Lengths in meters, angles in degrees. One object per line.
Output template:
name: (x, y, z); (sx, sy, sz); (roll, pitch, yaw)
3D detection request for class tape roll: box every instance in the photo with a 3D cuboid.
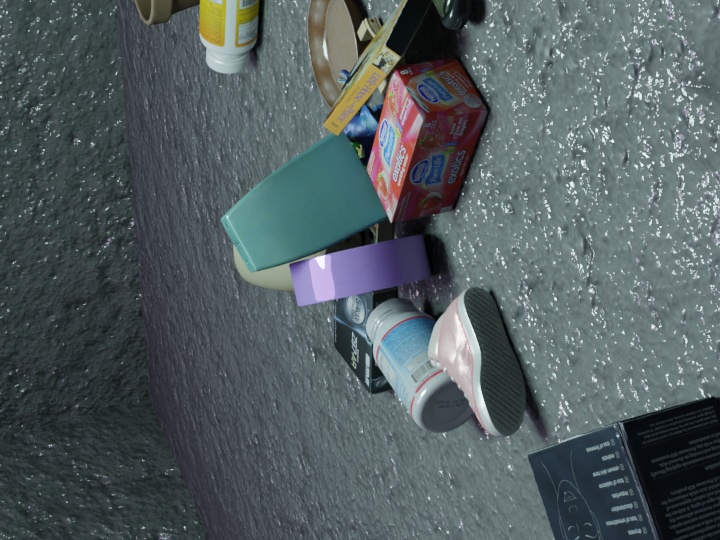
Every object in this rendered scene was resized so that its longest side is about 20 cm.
tape roll: (0.000, 0.000, 1.632); (0.200, 0.199, 0.066); (167, 92, -69)

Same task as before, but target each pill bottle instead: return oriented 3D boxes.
pill bottle: (0.085, 0.129, 1.613); (0.200, 0.108, 0.109); (-125, 31, -46)
pill bottle: (-0.247, -0.477, 2.128); (0.201, 0.111, 0.111); (100, 150, -44)

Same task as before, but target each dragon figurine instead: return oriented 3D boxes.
dragon figurine: (0.020, -0.205, 1.635); (0.200, 0.059, 0.100); (49, 122, 24)

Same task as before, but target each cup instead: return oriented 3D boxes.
cup: (-0.083, -0.046, 1.801); (0.143, 0.200, 0.201); (24, 128, 32)

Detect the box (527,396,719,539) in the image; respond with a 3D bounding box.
box: (0.288, 0.250, 1.136); (0.200, 0.123, 0.198); (136, 121, -65)

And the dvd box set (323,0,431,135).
dvd box set: (0.025, -0.282, 1.490); (0.200, 0.029, 0.147); (-43, 19, 56)

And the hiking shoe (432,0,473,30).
hiking shoe: (0.069, -0.377, 1.386); (0.076, 0.100, 0.201); (122, 132, -62)

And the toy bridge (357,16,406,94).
toy bridge: (0.046, -0.275, 1.605); (0.067, 0.027, 0.201); (125, 130, -61)

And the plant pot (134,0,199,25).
plant pot: (-0.360, -0.602, 2.259); (0.200, 0.174, 0.201); (167, 90, -69)

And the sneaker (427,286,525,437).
sneaker: (0.148, 0.132, 1.477); (0.105, 0.075, 0.201); (-42, 54, 49)

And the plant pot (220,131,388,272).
plant pot: (-0.090, -0.086, 1.607); (0.142, 0.199, 0.141); (62, 169, -4)

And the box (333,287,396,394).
box: (0.005, 0.080, 1.880); (0.160, 0.043, 0.201); (-130, 35, -52)

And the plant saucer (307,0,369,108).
plant saucer: (-0.031, -0.346, 1.755); (0.200, 0.034, 0.201); (167, 90, -68)

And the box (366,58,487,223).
box: (0.082, -0.167, 1.475); (0.200, 0.095, 0.100); (106, 146, -51)

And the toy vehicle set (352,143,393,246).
toy vehicle set: (0.014, -0.114, 1.775); (0.124, 0.026, 0.201); (-128, 33, -49)
